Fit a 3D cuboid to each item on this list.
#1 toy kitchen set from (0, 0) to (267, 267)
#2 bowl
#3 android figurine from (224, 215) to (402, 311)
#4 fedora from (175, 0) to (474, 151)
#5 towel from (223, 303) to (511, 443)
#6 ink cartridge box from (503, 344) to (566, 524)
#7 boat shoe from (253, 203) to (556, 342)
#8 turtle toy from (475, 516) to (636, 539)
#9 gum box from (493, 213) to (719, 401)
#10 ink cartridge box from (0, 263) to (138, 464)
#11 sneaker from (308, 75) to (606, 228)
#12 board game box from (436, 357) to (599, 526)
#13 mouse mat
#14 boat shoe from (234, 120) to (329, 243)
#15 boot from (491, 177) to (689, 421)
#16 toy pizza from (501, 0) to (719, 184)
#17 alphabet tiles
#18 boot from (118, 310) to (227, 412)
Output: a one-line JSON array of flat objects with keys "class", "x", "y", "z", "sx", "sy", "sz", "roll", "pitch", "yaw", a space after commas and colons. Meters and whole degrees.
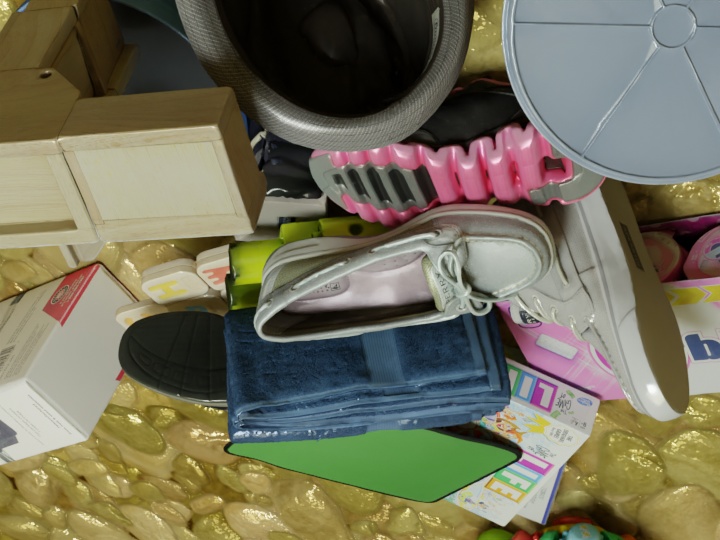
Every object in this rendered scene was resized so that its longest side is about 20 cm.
[{"class": "toy kitchen set", "x": -0.132, "y": -0.082, "z": 0.891, "sx": 0.179, "sy": 0.201, "sz": 0.164, "roll": -3, "pitch": 133, "yaw": 15}, {"class": "bowl", "x": -0.173, "y": -0.134, "z": 1.029, "sx": 0.199, "sy": 0.040, "sz": 0.201, "roll": 14, "pitch": 138, "yaw": 13}, {"class": "android figurine", "x": 0.000, "y": 0.000, "z": 1.018, "sx": 0.198, "sy": 0.041, "sz": 0.182, "roll": -3, "pitch": 159, "yaw": -11}, {"class": "fedora", "x": -0.024, "y": -0.166, "z": 0.861, "sx": 0.200, "sy": 0.176, "sz": 0.090, "roll": 53, "pitch": 172, "yaw": 1}, {"class": "towel", "x": 0.001, "y": 0.062, "z": 0.971, "sx": 0.198, "sy": 0.112, "sz": 0.049, "roll": -6, "pitch": 140, "yaw": -3}, {"class": "ink cartridge box", "x": 0.081, "y": 0.124, "z": 1.166, "sx": 0.199, "sy": 0.047, "sz": 0.198, "roll": 15, "pitch": 142, "yaw": 7}, {"class": "boat shoe", "x": 0.028, "y": 0.008, "z": 0.895, "sx": 0.200, "sy": 0.065, "sz": 0.075, "roll": -7, "pitch": 126, "yaw": 13}, {"class": "turtle toy", "x": 0.174, "y": 0.277, "z": 1.239, "sx": 0.199, "sy": 0.102, "sz": 0.145, "roll": -16, "pitch": 154, "yaw": 36}, {"class": "gum box", "x": 0.213, "y": 0.030, "z": 0.989, "sx": 0.199, "sy": 0.066, "sz": 0.114, "roll": -7, "pitch": 131, "yaw": 32}, {"class": "ink cartridge box", "x": -0.304, "y": 0.093, "z": 1.251, "sx": 0.199, "sy": 0.145, "sz": 0.084, "roll": -19, "pitch": 124, "yaw": 39}, {"class": "sneaker", "x": 0.065, "y": -0.088, "z": 0.912, "sx": 0.198, "sy": 0.096, "sz": 0.079, "roll": -4, "pitch": 138, "yaw": 11}, {"class": "board game box", "x": 0.091, "y": 0.130, "z": 1.093, "sx": 0.134, "sy": 0.034, "sz": 0.200, "roll": 24, "pitch": 147, "yaw": 0}, {"class": "mouse mat", "x": 0.007, "y": 0.143, "z": 1.079, "sx": 0.199, "sy": 0.008, "sz": 0.161, "roll": 18, "pitch": 150, "yaw": -21}, {"class": "boat shoe", "x": -0.054, "y": -0.073, "z": 1.021, "sx": 0.074, "sy": 0.094, "sz": 0.200, "roll": 4, "pitch": 168, "yaw": -10}, {"class": "boot", "x": 0.148, "y": 0.021, "z": 0.918, "sx": 0.095, "sy": 0.201, "sz": 0.073, "roll": -29, "pitch": 146, "yaw": 27}, {"class": "toy pizza", "x": 0.182, "y": -0.147, "z": 0.808, "sx": 0.198, "sy": 0.032, "sz": 0.202, "roll": 1, "pitch": 115, "yaw": 2}, {"class": "alphabet tiles", "x": -0.092, "y": 0.040, "z": 1.128, "sx": 0.194, "sy": 0.015, "sz": 0.200, "roll": -15, "pitch": 147, "yaw": 17}, {"class": "boot", "x": -0.084, "y": 0.101, "z": 1.102, "sx": 0.202, "sy": 0.074, "sz": 0.154, "roll": 7, "pitch": 154, "yaw": 7}]
